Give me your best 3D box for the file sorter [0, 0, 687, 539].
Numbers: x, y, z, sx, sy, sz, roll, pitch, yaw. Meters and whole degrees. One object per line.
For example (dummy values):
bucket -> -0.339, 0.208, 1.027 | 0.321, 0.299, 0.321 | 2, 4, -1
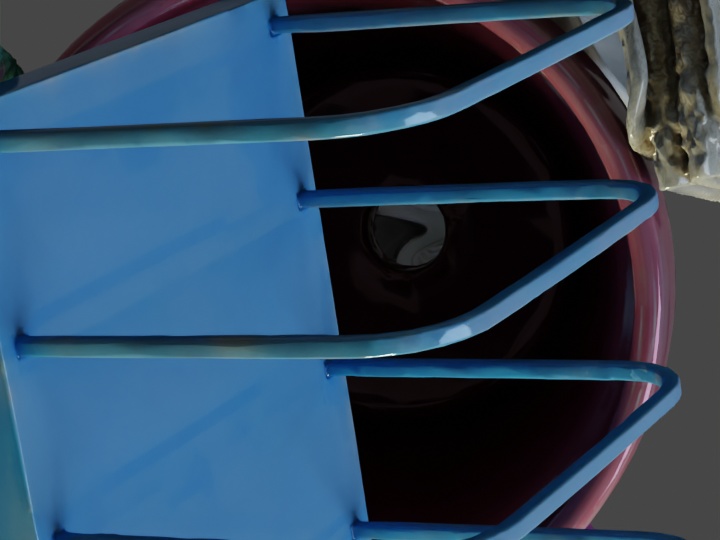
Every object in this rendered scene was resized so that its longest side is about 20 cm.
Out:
file sorter -> 0.002, 0.042, 0.587 | 0.139, 0.122, 0.201 | -31, 115, -57

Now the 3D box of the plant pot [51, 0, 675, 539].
plant pot -> 0.000, 0.000, 0.770 | 0.179, 0.200, 0.200 | -33, 147, -78

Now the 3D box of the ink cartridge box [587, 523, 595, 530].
ink cartridge box -> 0.044, 0.176, 0.925 | 0.200, 0.043, 0.196 | -56, -173, 29

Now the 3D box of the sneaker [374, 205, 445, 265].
sneaker -> 0.008, 0.042, 0.964 | 0.200, 0.075, 0.114 | -50, 153, -35

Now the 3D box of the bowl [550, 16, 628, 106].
bowl -> 0.066, -0.161, 0.817 | 0.200, 0.074, 0.200 | 39, 61, -69

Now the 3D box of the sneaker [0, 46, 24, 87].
sneaker -> -0.125, -0.027, 0.590 | 0.088, 0.074, 0.200 | -56, 159, -4

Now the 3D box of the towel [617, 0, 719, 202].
towel -> 0.093, -0.118, 0.711 | 0.132, 0.034, 0.201 | 8, 77, -71
